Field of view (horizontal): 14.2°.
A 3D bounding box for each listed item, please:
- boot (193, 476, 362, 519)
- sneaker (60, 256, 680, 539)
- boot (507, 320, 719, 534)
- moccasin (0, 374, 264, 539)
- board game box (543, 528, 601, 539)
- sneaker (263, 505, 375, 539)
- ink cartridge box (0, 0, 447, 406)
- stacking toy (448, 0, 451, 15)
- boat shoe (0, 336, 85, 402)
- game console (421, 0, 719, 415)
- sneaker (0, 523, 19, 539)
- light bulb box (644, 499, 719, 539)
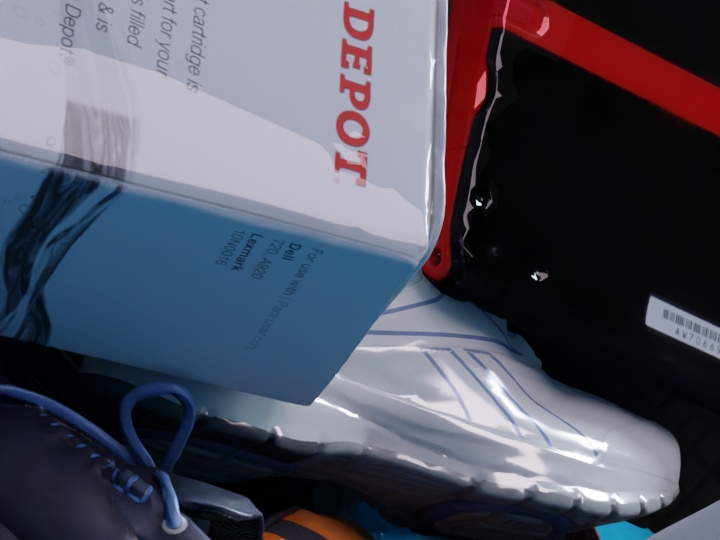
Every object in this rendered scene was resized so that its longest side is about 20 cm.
[{"bbox_3d":[-0.002,0.000,0.929,0.200,0.072,0.182,-16,82,-53],"label":"boot"},{"bbox_3d":[0.014,0.025,0.806,0.199,0.074,0.087,19,69,-34],"label":"sneaker"},{"bbox_3d":[0.057,-0.016,0.911,0.200,0.068,0.131,44,21,-15],"label":"boot"},{"bbox_3d":[-0.049,0.084,0.721,0.068,0.081,0.200,-35,69,-22],"label":"moccasin"},{"bbox_3d":[0.084,0.147,0.833,0.200,0.019,0.103,-101,166,-62],"label":"board game box"},{"bbox_3d":[-0.007,0.136,0.760,0.112,0.078,0.200,37,18,-11],"label":"sneaker"},{"bbox_3d":[-0.084,-0.063,0.721,0.199,0.084,0.147,15,54,-16],"label":"ink cartridge box"},{"bbox_3d":[0.064,-0.113,1.006,0.199,0.147,0.146,24,27,6],"label":"stacking toy"},{"bbox_3d":[-0.132,-0.011,0.797,0.200,0.073,0.062,46,70,-17],"label":"boat shoe"},{"bbox_3d":[0.107,-0.044,0.861,0.200,0.031,0.178,23,68,-31],"label":"game console"},{"bbox_3d":[-0.088,0.128,0.644,0.200,0.072,0.083,51,30,8],"label":"sneaker"},{"bbox_3d":[0.196,0.119,0.851,0.125,0.198,0.200,64,4,27],"label":"light bulb box"}]
